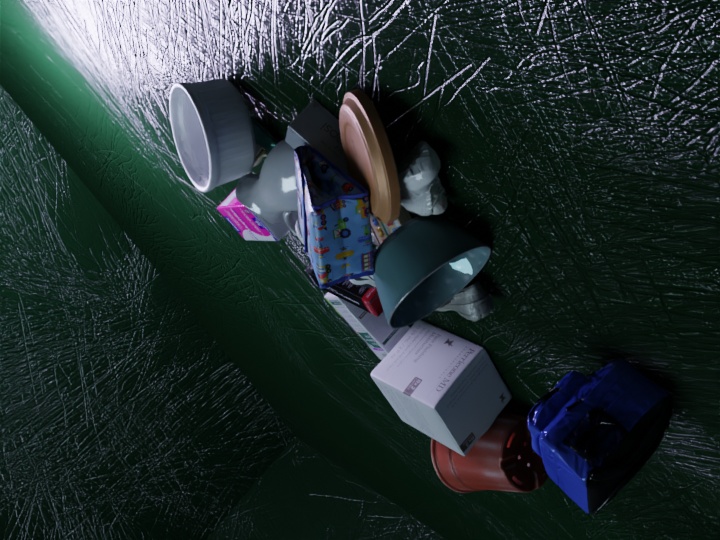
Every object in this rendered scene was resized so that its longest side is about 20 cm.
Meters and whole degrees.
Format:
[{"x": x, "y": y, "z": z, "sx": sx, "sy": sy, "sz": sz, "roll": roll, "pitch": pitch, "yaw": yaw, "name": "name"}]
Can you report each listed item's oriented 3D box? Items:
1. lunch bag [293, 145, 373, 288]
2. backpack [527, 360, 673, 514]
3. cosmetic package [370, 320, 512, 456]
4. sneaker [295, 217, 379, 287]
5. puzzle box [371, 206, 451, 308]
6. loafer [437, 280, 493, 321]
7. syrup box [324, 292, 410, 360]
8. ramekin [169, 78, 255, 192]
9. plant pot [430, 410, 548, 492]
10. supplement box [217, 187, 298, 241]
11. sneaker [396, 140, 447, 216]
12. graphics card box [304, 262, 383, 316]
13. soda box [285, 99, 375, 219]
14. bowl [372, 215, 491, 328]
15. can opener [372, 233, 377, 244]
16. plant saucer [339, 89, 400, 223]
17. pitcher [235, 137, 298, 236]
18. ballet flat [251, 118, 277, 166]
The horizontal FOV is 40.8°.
[{"x": -0.058, "y": -0.095, "z": 1.518, "sx": 0.200, "sy": 0.093, "sz": 0.151, "roll": -124, "pitch": 24, "yaw": -51, "name": "lunch bag"}, {"x": 0.362, "y": 0.230, "z": 1.462, "sx": 0.168, "sy": 0.200, "sz": 0.163, "roll": 44, "pitch": 168, "yaw": 28, "name": "backpack"}, {"x": 0.163, "y": 0.233, "z": 1.954, "sx": 0.199, "sy": 0.165, "sz": 0.165, "roll": 21, "pitch": 152, "yaw": 48, "name": "cosmetic package"}, {"x": -0.025, "y": -0.026, "z": 1.699, "sx": 0.198, "sy": 0.080, "sz": 0.130, "roll": 21, "pitch": 163, "yaw": 2, "name": "sneaker"}, {"x": 0.078, "y": -0.025, "z": 1.667, "sx": 0.201, "sy": 0.025, "sz": 0.133, "roll": 64, "pitch": 161, "yaw": -3, "name": "puzzle box"}, {"x": 0.159, "y": 0.034, "z": 1.677, "sx": 0.200, "sy": 0.070, "sz": 0.070, "roll": 13, "pitch": 128, "yaw": 60, "name": "loafer"}, {"x": 0.024, "y": 0.101, "z": 2.089, "sx": 0.200, "sy": 0.081, "sz": 0.079, "roll": 49, "pitch": 162, "yaw": -15, "name": "syrup box"}, {"x": -0.269, "y": -0.252, "z": 1.768, "sx": 0.200, "sy": 0.097, "sz": 0.202, "roll": 45, "pitch": 144, "yaw": 45, "name": "ramekin"}, {"x": 0.283, "y": 0.371, "z": 2.000, "sx": 0.201, "sy": 0.201, "sz": 0.195, "roll": 50, "pitch": 153, "yaw": -21, "name": "plant pot"}, {"x": -0.206, "y": -0.131, "z": 2.017, "sx": 0.101, "sy": 0.103, "sz": 0.200, "roll": 48, "pitch": 164, "yaw": -19, "name": "supplement box"}, {"x": 0.096, "y": -0.128, "z": 1.435, "sx": 0.099, "sy": 0.078, "sz": 0.200, "roll": 38, "pitch": 172, "yaw": -6, "name": "sneaker"}, {"x": 0.000, "y": 0.000, "z": 1.831, "sx": 0.199, "sy": 0.126, "sz": 0.051, "roll": 24, "pitch": 156, "yaw": 44, "name": "graphics card box"}, {"x": -0.026, "y": -0.178, "z": 1.567, "sx": 0.200, "sy": 0.068, "sz": 0.064, "roll": 42, "pitch": 162, "yaw": 4, "name": "soda box"}, {"x": 0.096, "y": -0.011, "z": 1.523, "sx": 0.105, "sy": 0.200, "sz": 0.201, "roll": 53, "pitch": 166, "yaw": 19, "name": "bowl"}, {"x": -0.036, "y": -0.094, "z": 1.800, "sx": 0.200, "sy": 0.066, "sz": 0.053, "roll": 43, "pitch": 156, "yaw": 17, "name": "can opener"}, {"x": 0.009, "y": -0.166, "z": 1.431, "sx": 0.200, "sy": 0.032, "sz": 0.202, "roll": 163, "pitch": 90, "yaw": -78, "name": "plant saucer"}, {"x": -0.106, "y": -0.141, "z": 1.695, "sx": 0.171, "sy": 0.122, "sz": 0.200, "roll": 40, "pitch": 143, "yaw": -15, "name": "pitcher"}, {"x": -0.168, "y": -0.210, "z": 1.799, "sx": 0.200, "sy": 0.070, "sz": 0.067, "roll": 38, "pitch": 163, "yaw": 17, "name": "ballet flat"}]
